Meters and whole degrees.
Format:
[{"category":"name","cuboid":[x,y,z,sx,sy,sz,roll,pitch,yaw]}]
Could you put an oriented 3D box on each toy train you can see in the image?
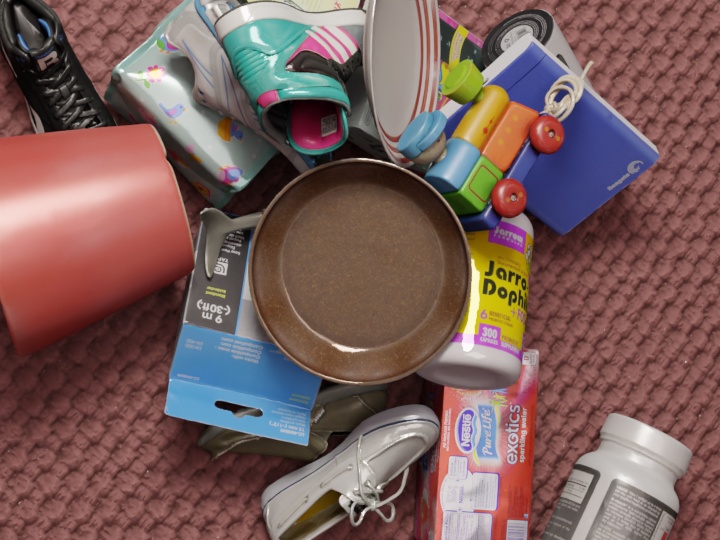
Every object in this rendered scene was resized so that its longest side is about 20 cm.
[{"category":"toy train","cuboid":[0.121,-0.145,1.163,0.115,0.084,0.201,39,71,-21]}]

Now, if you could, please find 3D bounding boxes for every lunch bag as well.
[{"category":"lunch bag","cuboid":[-0.121,-0.190,1.270,0.170,0.122,0.200,45,73,-6]}]

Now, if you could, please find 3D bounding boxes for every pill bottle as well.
[{"category":"pill bottle","cuboid":[0.108,0.004,1.232,0.103,0.104,0.203,11,71,-11]},{"category":"pill bottle","cuboid":[0.252,0.255,1.320,0.115,0.116,0.202,29,81,-9]}]

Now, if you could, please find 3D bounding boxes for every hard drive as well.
[{"category":"hard drive","cuboid":[0.179,-0.126,1.270,0.199,0.026,0.132,33,120,-32]}]

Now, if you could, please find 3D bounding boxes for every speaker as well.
[{"category":"speaker","cuboid":[0.199,-0.162,1.313,0.081,0.081,0.200,-49,130,-12]}]

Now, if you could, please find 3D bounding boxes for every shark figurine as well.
[{"category":"shark figurine","cuboid":[-0.043,-0.035,1.229,0.212,0.090,0.129,24,51,-8]}]

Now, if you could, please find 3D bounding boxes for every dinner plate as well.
[{"category":"dinner plate","cuboid":[0.034,-0.192,1.162,0.024,0.200,0.203,2,84,20]}]

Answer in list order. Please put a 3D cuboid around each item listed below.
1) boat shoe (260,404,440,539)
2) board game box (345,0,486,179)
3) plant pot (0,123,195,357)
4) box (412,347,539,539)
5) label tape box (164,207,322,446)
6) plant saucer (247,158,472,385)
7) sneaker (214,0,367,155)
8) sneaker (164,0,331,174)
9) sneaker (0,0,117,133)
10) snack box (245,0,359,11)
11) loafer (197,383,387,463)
[{"category":"boat shoe","cuboid":[-0.005,0.208,1.245,0.200,0.087,0.075,-30,131,10]},{"category":"board game box","cuboid":[0.071,-0.167,1.295,0.199,0.064,0.149,27,79,-41]},{"category":"plant pot","cuboid":[-0.253,-0.040,1.188,0.175,0.200,0.203,-17,89,-14]},{"category":"box","cuboid":[0.114,0.174,1.306,0.098,0.095,0.203,5,85,-11]},{"category":"label tape box","cuboid":[-0.099,0.051,1.242,0.141,0.066,0.202,14,52,-12]},{"category":"plant saucer","cuboid":[0.000,0.000,1.164,0.197,0.037,0.203,1,101,3]},{"category":"sneaker","cuboid":[-0.031,-0.161,1.128,0.199,0.083,0.122,-7,75,-48]},{"category":"sneaker","cuboid":[-0.102,-0.160,1.186,0.086,0.075,0.201,-27,108,26]},{"category":"sneaker","cuboid":[-0.288,-0.172,1.234,0.073,0.112,0.201,-33,93,-12]},{"category":"snack box","cuboid":[-0.058,-0.272,1.267,0.116,0.037,0.201,35,42,-18]},{"category":"loafer","cuboid":[-0.060,0.155,1.279,0.197,0.075,0.071,-14,85,-13]}]
